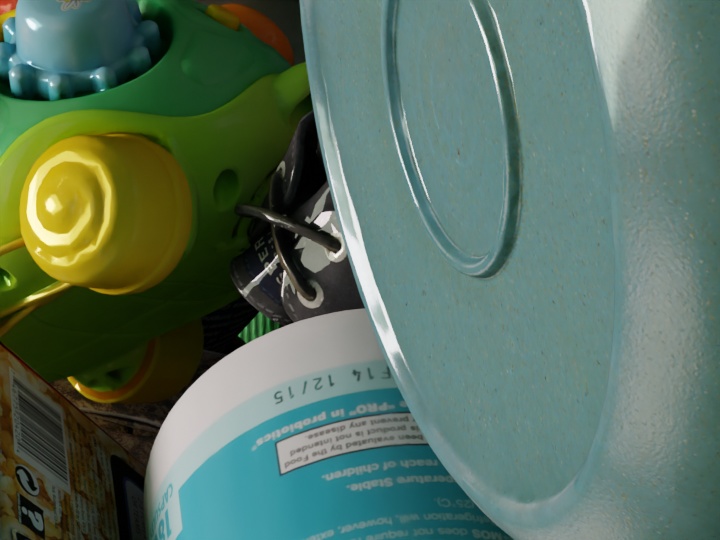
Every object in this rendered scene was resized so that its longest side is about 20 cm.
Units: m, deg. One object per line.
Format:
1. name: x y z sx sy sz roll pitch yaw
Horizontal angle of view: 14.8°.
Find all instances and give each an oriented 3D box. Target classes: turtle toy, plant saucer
1. turtle toy: -0.091 -0.018 0.752 0.199 0.145 0.102 -25 75 27
2. plant saucer: 0.026 -0.033 0.520 0.200 0.027 0.202 168 90 -72

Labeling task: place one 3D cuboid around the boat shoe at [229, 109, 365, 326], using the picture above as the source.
1. boat shoe: 0.000 0.000 0.684 0.201 0.066 0.070 93 159 -44

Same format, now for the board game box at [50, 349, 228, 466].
1. board game box: -0.093 0.124 0.865 0.097 0.158 0.201 -90 14 -56

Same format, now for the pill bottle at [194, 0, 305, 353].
1. pill bottle: -0.078 -0.019 0.898 0.200 0.110 0.112 -46 38 41

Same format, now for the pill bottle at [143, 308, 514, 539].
1. pill bottle: 0.013 0.112 0.609 0.201 0.110 0.111 -101 22 -47

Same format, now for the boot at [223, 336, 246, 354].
1. boot: -0.073 0.085 1.016 0.200 0.073 0.156 -128 43 -52

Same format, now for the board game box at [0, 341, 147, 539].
1. board game box: -0.043 0.130 0.686 0.046 0.200 0.152 -30 41 18
